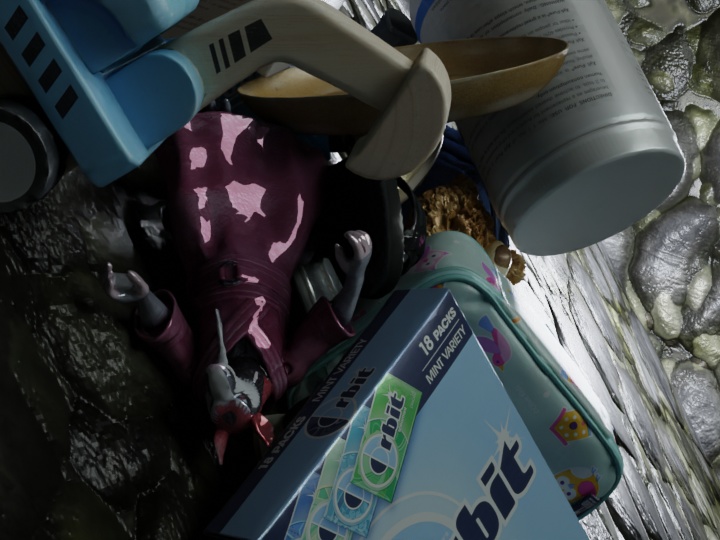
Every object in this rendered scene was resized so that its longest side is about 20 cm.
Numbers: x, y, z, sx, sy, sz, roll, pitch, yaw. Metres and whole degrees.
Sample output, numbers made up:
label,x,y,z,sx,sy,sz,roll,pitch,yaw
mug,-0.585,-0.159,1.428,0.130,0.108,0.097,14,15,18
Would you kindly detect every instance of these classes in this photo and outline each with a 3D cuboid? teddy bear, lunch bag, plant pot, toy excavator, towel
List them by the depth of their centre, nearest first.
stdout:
label,x,y,z,sx,sy,sz,roll,pitch,yaw
toy excavator,-0.083,-0.096,0.556,0.196,0.198,0.100,58,17,-13
plant pot,0.026,-0.110,0.750,0.200,0.197,0.028,-61,143,-71
lunch bag,0.057,0.093,0.776,0.201,0.159,0.077,50,14,-18
teddy bear,0.065,0.037,0.868,0.066,0.203,0.144,33,29,33
towel,0.069,-0.030,1.000,0.111,0.049,0.202,31,-31,28

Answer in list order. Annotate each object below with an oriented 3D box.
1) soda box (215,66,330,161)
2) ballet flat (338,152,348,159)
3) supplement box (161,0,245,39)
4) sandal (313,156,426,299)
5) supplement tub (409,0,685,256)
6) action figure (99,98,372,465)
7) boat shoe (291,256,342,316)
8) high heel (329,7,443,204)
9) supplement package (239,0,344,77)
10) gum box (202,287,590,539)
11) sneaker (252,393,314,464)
label,x,y,z,sx,sy,sz,roll,pitch,yaw
soda box,-0.070,-0.142,0.905,0.064,0.067,0.202,50,20,-36
ballet flat,0.014,-0.102,1.117,0.202,0.069,0.069,61,16,-6
supplement box,-0.101,-0.198,0.662,0.128,0.198,0.073,64,16,6
sandal,0.007,-0.031,0.740,0.200,0.047,0.077,-141,-124,-74
supplement tub,0.124,-0.128,0.869,0.132,0.131,0.202,31,35,-61
action figure,-0.071,0.013,0.667,0.150,0.132,0.203,113,-20,-54
boat shoe,0.001,0.001,0.902,0.075,0.064,0.202,65,16,10
high heel,-0.009,-0.080,0.902,0.071,0.142,0.202,28,39,-25
supplement package,-0.091,-0.232,0.781,0.199,0.117,0.117,38,18,-1
gum box,0.033,0.141,0.641,0.170,0.044,0.201,-49,119,-34
sneaker,0.027,0.142,0.717,0.201,0.089,0.067,55,17,-26
